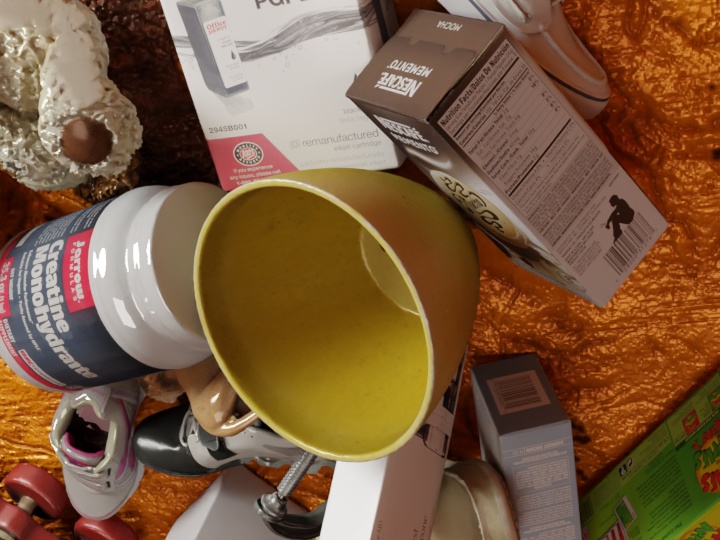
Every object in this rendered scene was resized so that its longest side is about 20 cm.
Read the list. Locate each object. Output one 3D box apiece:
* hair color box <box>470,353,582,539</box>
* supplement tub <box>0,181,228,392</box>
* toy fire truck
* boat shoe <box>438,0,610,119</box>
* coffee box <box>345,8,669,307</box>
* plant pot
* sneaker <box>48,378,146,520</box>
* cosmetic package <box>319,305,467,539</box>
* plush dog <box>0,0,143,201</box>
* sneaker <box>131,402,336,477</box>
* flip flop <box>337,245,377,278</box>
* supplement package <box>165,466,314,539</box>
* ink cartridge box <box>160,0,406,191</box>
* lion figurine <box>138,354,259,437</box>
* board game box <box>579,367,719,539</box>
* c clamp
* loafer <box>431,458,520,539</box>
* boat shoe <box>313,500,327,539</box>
[{"bbox_3d":[0.140,0.182,1.005,0.060,0.099,0.201,-12,120,-3],"label":"hair color box"},{"bbox_3d":[-0.184,0.014,0.952,0.199,0.141,0.141,-15,117,37],"label":"supplement tub"},{"bbox_3d":[-0.325,0.291,1.212,0.199,0.112,0.168,36,142,-7],"label":"toy fire truck"},{"bbox_3d":[0.104,-0.186,0.815,0.200,0.072,0.066,44,122,-7],"label":"boat shoe"},{"bbox_3d":[0.099,-0.075,0.814,0.200,0.113,0.080,42,85,-30],"label":"coffee box"},{"bbox_3d":[0.005,0.010,0.846,0.199,0.142,0.201,19,123,31],"label":"plant pot"},{"bbox_3d":[-0.245,0.157,1.105,0.081,0.088,0.201,18,123,10],"label":"sneaker"},{"bbox_3d":[0.028,0.135,0.930,0.050,0.201,0.082,-3,155,37],"label":"cosmetic package"},{"bbox_3d":[-0.245,-0.130,0.918,0.199,0.161,0.172,18,144,-1],"label":"plush dog"},{"bbox_3d":[-0.108,0.128,1.051,0.198,0.074,0.089,-4,144,8],"label":"sneaker"},{"bbox_3d":[0.000,0.000,0.961,0.199,0.058,0.081,32,128,-9],"label":"flip flop"},{"bbox_3d":[-0.127,0.296,1.094,0.120,0.200,0.121,37,124,-8],"label":"supplement package"},{"bbox_3d":[-0.051,-0.168,0.857,0.145,0.085,0.201,-6,117,18],"label":"ink cartridge box"},{"bbox_3d":[-0.120,0.085,0.991,0.123,0.200,0.072,-47,118,1],"label":"lion figurine"},{"bbox_3d":[0.254,0.182,0.975,0.047,0.102,0.200,21,127,-23],"label":"board game box"},{"bbox_3d":[-0.025,0.145,1.007,0.027,0.170,0.201,41,109,34],"label":"c clamp"},{"bbox_3d":[0.064,0.193,0.991,0.068,0.200,0.076,-19,95,-20],"label":"loafer"},{"bbox_3d":[0.041,0.281,1.116,0.200,0.074,0.066,45,127,-14],"label":"boat shoe"}]
